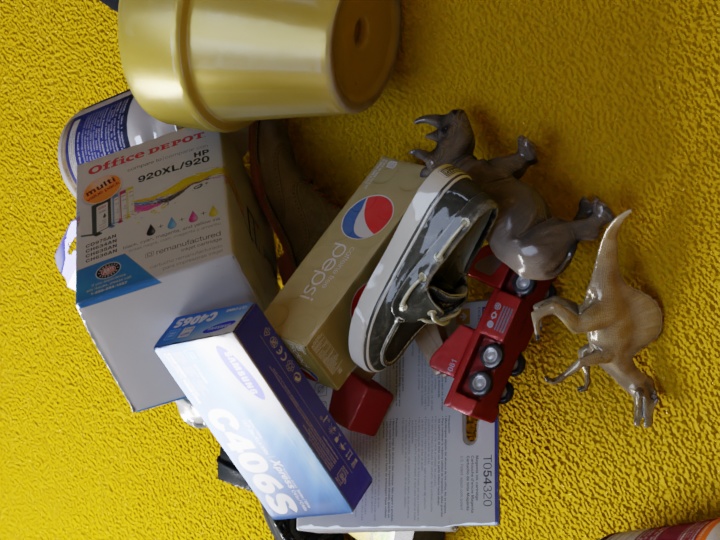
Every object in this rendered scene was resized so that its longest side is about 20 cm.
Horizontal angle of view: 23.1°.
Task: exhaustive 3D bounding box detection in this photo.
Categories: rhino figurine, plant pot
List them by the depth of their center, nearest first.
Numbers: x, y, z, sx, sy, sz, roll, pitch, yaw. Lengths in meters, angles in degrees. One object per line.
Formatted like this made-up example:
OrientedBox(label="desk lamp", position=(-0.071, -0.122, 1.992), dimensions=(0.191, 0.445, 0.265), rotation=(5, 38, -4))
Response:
OrientedBox(label="rhino figurine", position=(0.110, -0.068, 1.431), dimensions=(0.200, 0.087, 0.060), rotation=(43, 177, 28))
OrientedBox(label="plant pot", position=(-0.075, -0.212, 1.512), dimensions=(0.189, 0.201, 0.201), rotation=(11, 116, 26))

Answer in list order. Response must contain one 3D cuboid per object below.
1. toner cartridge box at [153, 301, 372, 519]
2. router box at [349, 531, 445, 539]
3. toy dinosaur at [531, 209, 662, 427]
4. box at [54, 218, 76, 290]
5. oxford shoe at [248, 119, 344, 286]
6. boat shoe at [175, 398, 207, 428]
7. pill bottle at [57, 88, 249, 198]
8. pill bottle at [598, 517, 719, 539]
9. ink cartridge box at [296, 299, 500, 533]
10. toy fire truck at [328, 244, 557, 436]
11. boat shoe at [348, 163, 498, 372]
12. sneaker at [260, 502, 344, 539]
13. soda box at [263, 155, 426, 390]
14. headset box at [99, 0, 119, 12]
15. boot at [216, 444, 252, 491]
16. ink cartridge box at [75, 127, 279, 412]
OrientedBox(label="toner cartridge box", position=(-0.080, 0.121, 1.482), dimensions=(0.095, 0.043, 0.200), rotation=(-13, 120, 38))
OrientedBox(label="router box", position=(0.017, 0.162, 1.663), dimensions=(0.157, 0.052, 0.200), rotation=(31, 127, 35))
OrientedBox(label="toy dinosaur", position=(0.189, 0.034, 1.407), dimensions=(0.101, 0.058, 0.200), rotation=(-10, 118, 9))
OrientedBox(label="box", position=(-0.202, 0.004, 1.761), dimensions=(0.200, 0.041, 0.119), rotation=(28, 135, -8))
OrientedBox(label="oxford shoe", position=(-0.048, -0.059, 1.645), dimensions=(0.075, 0.070, 0.200), rotation=(-18, 91, 22))
OrientedBox(label="boat shoe", position=(-0.139, 0.110, 1.619), dimensions=(0.200, 0.071, 0.070), rotation=(27, 113, 38))
OrientedBox(label="pill bottle", position=(-0.199, -0.126, 1.723), dimensions=(0.200, 0.116, 0.116), rotation=(-14, 96, 49))
OrientedBox(label="pill bottle", position=(0.244, 0.262, 1.416), dimensions=(0.200, 0.114, 0.114), rotation=(-20, 91, 49))
OrientedBox(label="ink cartridge box", position=(0.038, 0.130, 1.545), dimensions=(0.200, 0.043, 0.197), rotation=(-5, 77, 27))
OrientedBox(label="toy fire truck", position=(0.069, 0.060, 1.491), dimensions=(0.141, 0.049, 0.200), rotation=(23, 90, 32))
OrientedBox(label="boat shoe", position=(0.050, 0.013, 1.415), dimensions=(0.064, 0.071, 0.200), rotation=(40, 126, 25))
OrientedBox(label="sneaker", position=(-0.042, 0.298, 1.774), dimensions=(0.200, 0.076, 0.091), rotation=(54, 143, 18))
OrientedBox(label="soda box", position=(0.000, 0.000, 1.501), dimensions=(0.068, 0.200, 0.064), rotation=(17, 151, 42))
OrientedBox(label="headset box", position=(-0.234, -0.375, 1.671), dimensions=(0.174, 0.093, 0.200), rotation=(37, 130, 30))
OrientedBox(label="boot", position=(-0.071, 0.130, 1.655), dimensions=(0.198, 0.073, 0.163), rotation=(11, 106, 43))
OrientedBox(label="ink cartridge box", position=(-0.162, -0.007, 1.576), dimensions=(0.200, 0.147, 0.145), rotation=(-101, -9, -49))
